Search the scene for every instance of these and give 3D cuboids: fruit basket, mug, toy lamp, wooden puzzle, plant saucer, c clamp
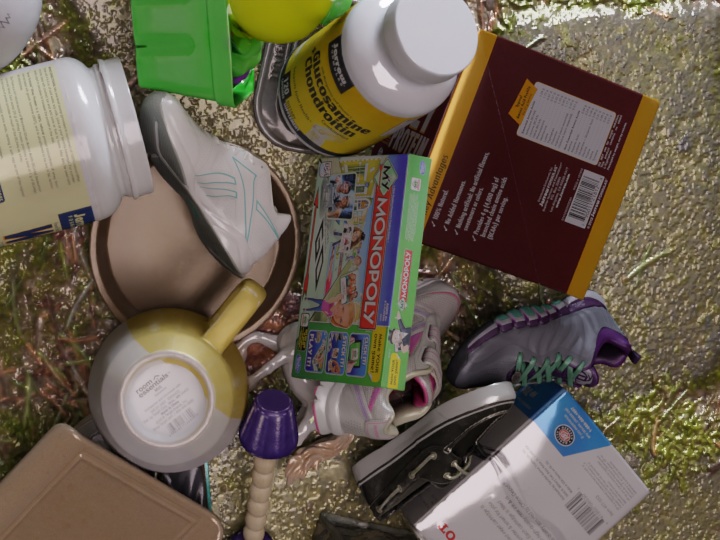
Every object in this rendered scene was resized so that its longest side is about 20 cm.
[{"bbox_3d":[-0.099,-0.249,1.602,0.213,0.156,0.218,1,103,4],"label":"fruit basket"},{"bbox_3d":[-0.168,0.092,1.621,0.148,0.153,0.188,8,89,-5],"label":"mug"},{"bbox_3d":[-0.091,0.196,1.709,0.058,0.058,0.201,-2,128,-13],"label":"toy lamp"},{"bbox_3d":[-0.254,0.245,1.673,0.200,0.037,0.185,37,104,-29],"label":"wooden puzzle"},{"bbox_3d":[-0.154,-0.025,1.706,0.198,0.029,0.202,-3,101,-13],"label":"plant saucer"},{"bbox_3d":[-0.008,-0.198,1.706,0.170,0.027,0.202,17,96,-16],"label":"c clamp"}]

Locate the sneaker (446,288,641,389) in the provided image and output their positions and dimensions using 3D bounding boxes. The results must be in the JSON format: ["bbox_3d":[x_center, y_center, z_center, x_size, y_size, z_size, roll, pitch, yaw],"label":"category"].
[{"bbox_3d":[0.177,0.081,1.737,0.199,0.088,0.075,-21,145,-32],"label":"sneaker"}]

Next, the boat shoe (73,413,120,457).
[{"bbox_3d":[-0.275,0.200,1.702,0.199,0.069,0.072,-33,107,-4],"label":"boat shoe"}]

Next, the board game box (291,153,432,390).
[{"bbox_3d":[0.000,0.000,1.616,0.029,0.134,0.202,10,85,-36],"label":"board game box"}]

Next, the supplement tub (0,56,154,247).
[{"bbox_3d":[-0.290,-0.102,1.595,0.198,0.145,0.146,-15,104,-8],"label":"supplement tub"}]

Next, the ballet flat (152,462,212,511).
[{"bbox_3d":[-0.164,0.253,1.741,0.072,0.073,0.202,-12,98,-10],"label":"ballet flat"}]

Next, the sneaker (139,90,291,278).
[{"bbox_3d":[-0.131,-0.089,1.642,0.080,0.070,0.201,-40,128,-14],"label":"sneaker"}]

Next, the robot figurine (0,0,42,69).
[{"bbox_3d":[-0.367,-0.252,1.563,0.199,0.125,0.150,33,134,-17],"label":"robot figurine"}]

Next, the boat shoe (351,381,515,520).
[{"bbox_3d":[0.078,0.171,1.730,0.200,0.070,0.064,-38,67,34],"label":"boat shoe"}]

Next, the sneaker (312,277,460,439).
[{"bbox_3d":[0.044,0.091,1.714,0.200,0.088,0.082,-51,146,-30],"label":"sneaker"}]

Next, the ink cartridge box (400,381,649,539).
[{"bbox_3d":[0.158,0.223,1.800,0.200,0.086,0.147,-41,107,-1],"label":"ink cartridge box"}]

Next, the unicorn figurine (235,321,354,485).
[{"bbox_3d":[-0.057,0.094,1.739,0.136,0.074,0.201,-21,121,-9],"label":"unicorn figurine"}]

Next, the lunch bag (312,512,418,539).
[{"bbox_3d":[0.008,0.340,1.730,0.117,0.200,0.165,14,97,-15],"label":"lunch bag"}]

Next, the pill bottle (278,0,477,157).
[{"bbox_3d":[0.016,-0.177,1.591,0.111,0.200,0.113,8,73,-27],"label":"pill bottle"}]

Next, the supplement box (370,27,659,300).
[{"bbox_3d":[0.131,-0.106,1.691,0.199,0.133,0.199,18,97,-22],"label":"supplement box"}]
